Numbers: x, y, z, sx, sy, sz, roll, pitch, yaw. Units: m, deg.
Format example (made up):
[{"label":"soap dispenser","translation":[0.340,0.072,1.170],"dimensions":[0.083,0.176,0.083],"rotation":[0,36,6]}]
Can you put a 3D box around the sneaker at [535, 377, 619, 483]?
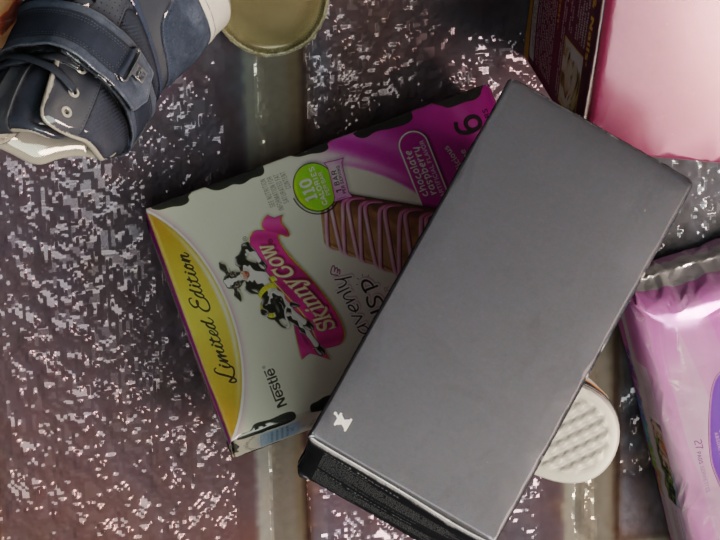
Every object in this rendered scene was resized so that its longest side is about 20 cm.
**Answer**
[{"label":"sneaker","translation":[0.050,0.061,1.664],"dimensions":[0.199,0.079,0.079],"rotation":[27,94,5]}]

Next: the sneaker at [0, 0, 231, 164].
[{"label":"sneaker","translation":[-0.156,-0.144,1.459],"dimensions":[0.203,0.077,0.146],"rotation":[54,56,-31]}]

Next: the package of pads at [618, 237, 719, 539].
[{"label":"package of pads","translation":[0.221,0.076,1.705],"dimensions":[0.120,0.076,0.201],"rotation":[-18,111,-6]}]

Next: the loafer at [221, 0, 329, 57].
[{"label":"loafer","translation":[-0.050,-0.173,1.522],"dimensions":[0.076,0.068,0.201],"rotation":[-6,142,-2]}]

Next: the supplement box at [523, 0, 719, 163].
[{"label":"supplement box","translation":[0.154,-0.144,1.546],"dimensions":[0.103,0.200,0.132],"rotation":[6,107,-7]}]

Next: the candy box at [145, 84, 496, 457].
[{"label":"candy box","translation":[0.000,0.000,1.600],"dimensions":[0.199,0.061,0.137],"rotation":[-21,79,-5]}]

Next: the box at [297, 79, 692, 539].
[{"label":"box","translation":[0.061,0.031,1.473],"dimensions":[0.104,0.182,0.201],"rotation":[29,82,2]}]

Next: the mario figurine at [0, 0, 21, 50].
[{"label":"mario figurine","translation":[-0.231,-0.102,1.521],"dimensions":[0.123,0.106,0.201],"rotation":[24,102,-18]}]
